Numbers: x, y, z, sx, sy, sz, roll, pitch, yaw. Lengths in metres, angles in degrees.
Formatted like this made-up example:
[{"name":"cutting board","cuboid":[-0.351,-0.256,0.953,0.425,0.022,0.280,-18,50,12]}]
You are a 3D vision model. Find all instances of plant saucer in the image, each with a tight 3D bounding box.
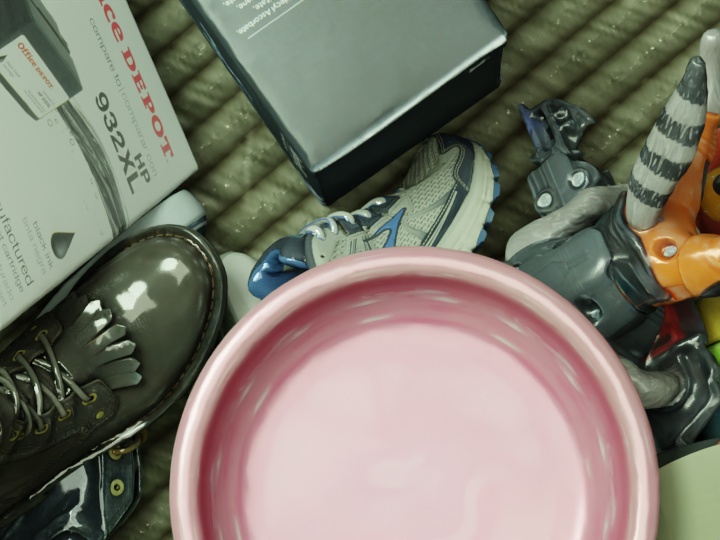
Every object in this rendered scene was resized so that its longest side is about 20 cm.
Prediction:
[{"name":"plant saucer","cuboid":[0.022,0.092,1.208,0.199,0.051,0.202,0,84,-2]}]

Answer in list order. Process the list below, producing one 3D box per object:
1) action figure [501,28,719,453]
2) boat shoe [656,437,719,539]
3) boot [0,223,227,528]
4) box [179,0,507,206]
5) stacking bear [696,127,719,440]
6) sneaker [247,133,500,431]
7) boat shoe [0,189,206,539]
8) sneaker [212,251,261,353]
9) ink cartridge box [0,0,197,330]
[{"name":"action figure","cuboid":[0.107,-0.026,1.284,0.194,0.104,0.201,-47,51,25]},{"name":"boat shoe","cuboid":[0.112,0.111,1.260,0.199,0.062,0.072,-19,84,31]},{"name":"boot","cuboid":[-0.145,0.059,1.225,0.200,0.174,0.069,-45,83,7]},{"name":"box","cuboid":[-0.032,-0.144,1.320,0.107,0.148,0.200,-35,85,-2]},{"name":"stacking bear","cuboid":[0.195,0.026,1.322,0.121,0.113,0.201,-17,77,39]},{"name":"sneaker","cuboid":[0.000,0.000,1.304,0.085,0.077,0.201,29,47,-5]},{"name":"boat shoe","cuboid":[-0.120,0.062,1.347,0.091,0.071,0.200,43,94,4]},{"name":"sneaker","cuboid":[0.000,0.070,1.349,0.080,0.070,0.201,-35,88,-17]},{"name":"ink cartridge box","cuboid":[-0.168,-0.065,1.270,0.083,0.200,0.146,-17,104,27]}]
